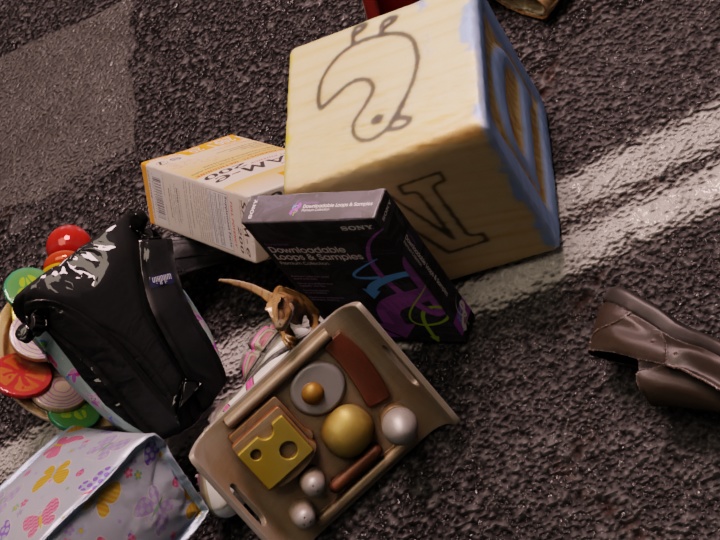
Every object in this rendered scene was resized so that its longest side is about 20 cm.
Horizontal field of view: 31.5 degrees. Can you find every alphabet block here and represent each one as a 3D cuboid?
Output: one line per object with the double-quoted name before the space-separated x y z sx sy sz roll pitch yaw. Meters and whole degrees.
"alphabet block" 0.060 -0.116 1.210 0.198 0.197 0.197 -17 49 21

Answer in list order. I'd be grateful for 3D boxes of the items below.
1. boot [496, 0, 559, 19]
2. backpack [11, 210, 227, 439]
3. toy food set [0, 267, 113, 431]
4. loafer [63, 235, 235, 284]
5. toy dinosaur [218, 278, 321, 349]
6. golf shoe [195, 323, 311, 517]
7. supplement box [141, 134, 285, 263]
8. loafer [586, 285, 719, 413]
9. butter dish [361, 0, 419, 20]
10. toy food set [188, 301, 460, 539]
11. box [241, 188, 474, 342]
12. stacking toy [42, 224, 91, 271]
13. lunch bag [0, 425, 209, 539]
"boot" 0.196 -0.386 1.410 0.175 0.066 0.201 30 78 43
"backpack" -0.216 0.066 1.223 0.166 0.201 0.127 -38 4 -10
"toy food set" -0.285 0.078 1.321 0.196 0.049 0.201 -5 58 -20
"loafer" -0.218 0.004 1.339 0.068 0.199 0.071 -6 95 53
"toy dinosaur" -0.067 0.036 1.194 0.060 0.106 0.200 -41 10 -9
"golf shoe" -0.087 0.140 1.201 0.091 0.073 0.201 7 62 34
"supplement box" -0.122 -0.080 1.332 0.125 0.074 0.199 -23 28 -36
"loafer" 0.262 0.086 1.028 0.072 0.073 0.200 -55 42 0
"butter dish" 0.072 -0.353 1.393 0.146 0.201 0.201 -4 54 11
"toy food set" -0.031 0.145 1.106 0.200 0.144 0.060 -42 13 -2
"box" 0.000 0.000 1.157 0.142 0.200 0.036 -1 54 32
"stacking toy" -0.336 0.025 1.443 0.085 0.086 0.201 -22 45 17
"lunch bag" -0.266 0.245 1.155 0.169 0.128 0.200 -6 29 48
